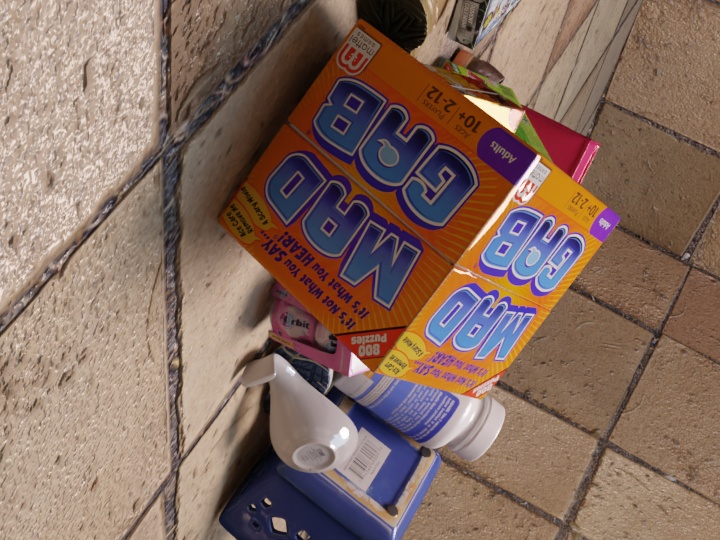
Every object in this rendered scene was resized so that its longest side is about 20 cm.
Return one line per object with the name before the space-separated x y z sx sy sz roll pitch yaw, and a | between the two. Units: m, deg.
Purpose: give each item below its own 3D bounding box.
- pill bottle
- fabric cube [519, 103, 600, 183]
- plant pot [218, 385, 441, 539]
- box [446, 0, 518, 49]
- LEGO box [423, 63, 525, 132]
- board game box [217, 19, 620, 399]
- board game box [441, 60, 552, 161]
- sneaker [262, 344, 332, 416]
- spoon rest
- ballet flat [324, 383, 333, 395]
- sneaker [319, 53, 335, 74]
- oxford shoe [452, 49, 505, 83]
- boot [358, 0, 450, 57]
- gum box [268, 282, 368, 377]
pill bottle | 0.075 0.147 1.461 0.112 0.200 0.112 -51 -168 15
fabric cube | 0.189 -0.131 1.615 0.197 0.199 0.200 -65 169 9
plant pot | -0.026 0.272 1.498 0.180 0.200 0.200 -51 -179 44
box | 0.174 -0.363 1.405 0.200 0.040 0.137 -51 163 -46
LEGO box | 0.060 -0.105 1.239 0.148 0.077 0.201 7 114 -42
board game box | 0.052 -0.042 0.979 0.200 0.200 0.200 -53 150 9
board game box | 0.153 -0.155 1.370 0.048 0.101 0.201 -55 -148 29
sneaker | -0.065 0.109 1.387 0.085 0.077 0.200 -60 179 -32
spoon rest | -0.070 0.158 1.322 0.061 0.099 0.200 -95 162 -46
ballet flat | -0.010 0.103 1.619 0.201 0.068 0.067 -66 162 10
sneaker | -0.006 -0.131 1.062 0.072 0.072 0.200 -58 167 -12
oxford shoe | 0.112 -0.171 1.493 0.201 0.073 0.071 -64 170 11
boot | 0.072 -0.288 1.074 0.201 0.066 0.175 -59 -179 -14
gum box | 0.007 0.044 1.249 0.199 0.113 0.067 -14 118 -48
